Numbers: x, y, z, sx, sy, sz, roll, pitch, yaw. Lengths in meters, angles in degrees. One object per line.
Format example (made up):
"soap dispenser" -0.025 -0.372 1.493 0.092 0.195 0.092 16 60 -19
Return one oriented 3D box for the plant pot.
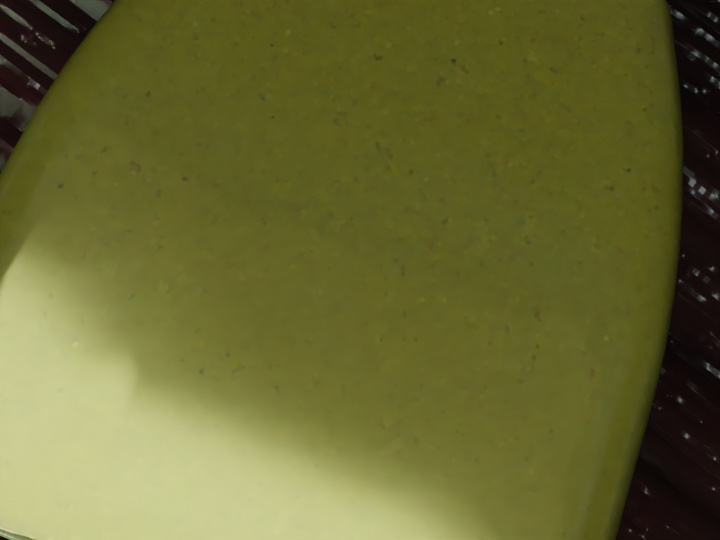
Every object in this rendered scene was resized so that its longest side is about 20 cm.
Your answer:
"plant pot" 0.000 0.000 0.783 0.194 0.194 0.201 22 88 4
